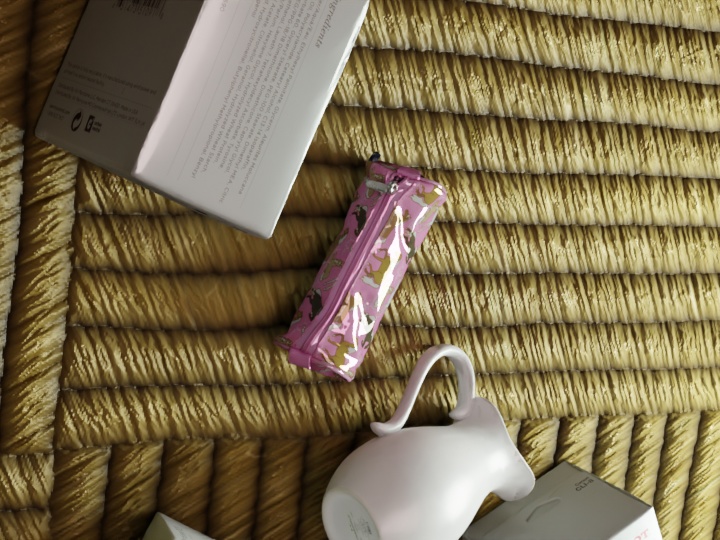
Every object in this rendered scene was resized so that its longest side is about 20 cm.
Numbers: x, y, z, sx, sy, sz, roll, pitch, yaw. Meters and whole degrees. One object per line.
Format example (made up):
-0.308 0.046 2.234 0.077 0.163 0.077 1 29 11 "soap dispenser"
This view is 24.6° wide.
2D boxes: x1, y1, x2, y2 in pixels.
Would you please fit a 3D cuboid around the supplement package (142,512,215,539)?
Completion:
-0.107 0.310 1.404 0.199 0.121 0.121 28 86 -14 "supplement package"

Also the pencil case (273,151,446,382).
0.000 0.000 1.453 0.086 0.083 0.201 29 87 -35 "pencil case"

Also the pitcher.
0.053 0.174 1.522 0.199 0.121 0.173 -25 95 -39 "pitcher"

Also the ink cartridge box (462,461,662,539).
0.218 0.324 1.641 0.145 0.144 0.201 -31 116 -22 "ink cartridge box"

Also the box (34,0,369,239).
-0.124 -0.154 1.260 0.130 0.198 0.202 23 89 -34 "box"
